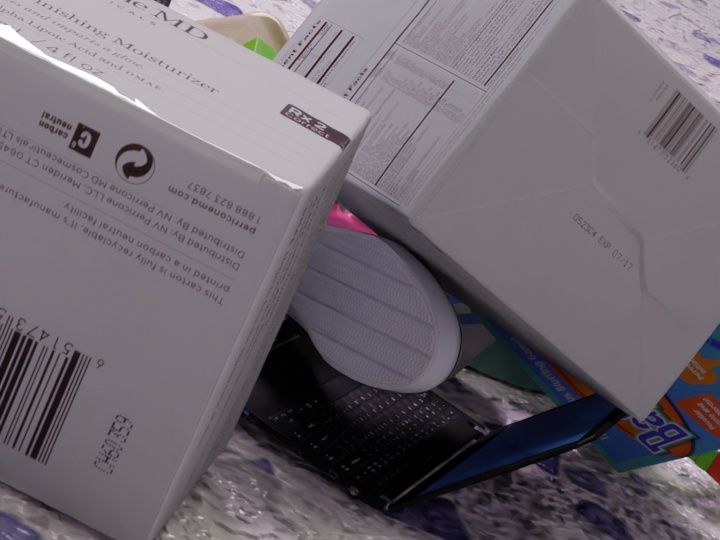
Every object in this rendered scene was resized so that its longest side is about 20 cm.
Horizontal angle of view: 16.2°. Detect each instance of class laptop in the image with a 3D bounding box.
[{"bbox_3d":[0.041,0.055,1.352,0.200,0.103,0.177,34,19,12],"label":"laptop"}]

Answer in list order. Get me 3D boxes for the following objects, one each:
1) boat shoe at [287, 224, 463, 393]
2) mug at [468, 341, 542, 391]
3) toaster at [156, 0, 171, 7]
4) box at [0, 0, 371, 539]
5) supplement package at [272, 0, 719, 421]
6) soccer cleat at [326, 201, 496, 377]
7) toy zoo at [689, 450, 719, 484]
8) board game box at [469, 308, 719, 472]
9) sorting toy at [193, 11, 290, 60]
[{"bbox_3d":[0.002,0.012,1.343,0.071,0.072,0.200,19,10,-39],"label":"boat shoe"},{"bbox_3d":[0.096,-0.008,1.584,0.152,0.115,0.185,30,18,14],"label":"mug"},{"bbox_3d":[-0.217,-0.217,1.747,0.180,0.119,0.200,22,18,-9],"label":"toaster"},{"bbox_3d":[-0.131,-0.015,1.157,0.199,0.200,0.131,26,23,4],"label":"box"},{"bbox_3d":[0.080,-0.060,1.302,0.191,0.147,0.200,40,-3,-34],"label":"supplement package"},{"bbox_3d":[0.000,0.000,1.468,0.200,0.086,0.070,29,21,-23],"label":"soccer cleat"},{"bbox_3d":[0.283,0.127,1.522,0.200,0.020,0.131,42,39,19],"label":"toy zoo"},{"bbox_3d":[0.184,0.034,1.405,0.152,0.200,0.045,46,47,-26],"label":"board game box"},{"bbox_3d":[-0.055,-0.073,1.545,0.185,0.036,0.200,63,25,1],"label":"sorting toy"}]
